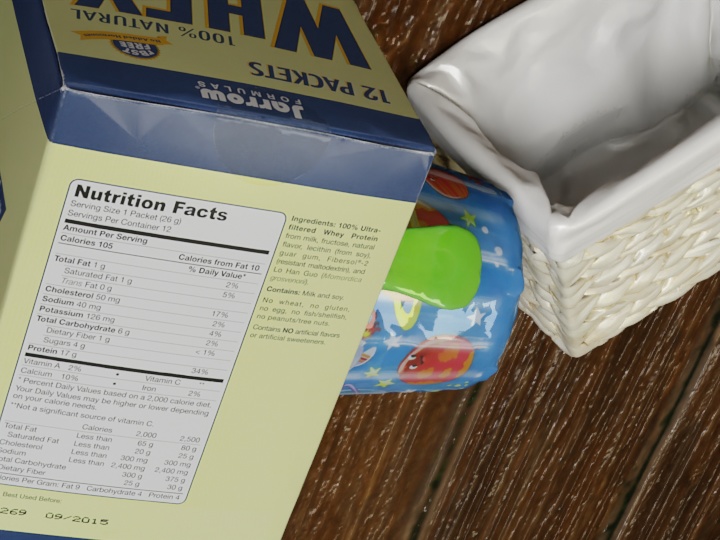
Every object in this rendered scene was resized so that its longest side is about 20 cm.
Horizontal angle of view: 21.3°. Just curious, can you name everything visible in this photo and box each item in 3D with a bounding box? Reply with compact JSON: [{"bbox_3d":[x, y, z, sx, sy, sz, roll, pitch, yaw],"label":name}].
[{"bbox_3d":[0.000,0.000,0.878,0.129,0.178,0.140,8,122,-19],"label":"sippy cup"},{"bbox_3d":[0.143,-0.069,0.976,0.199,0.136,0.124,-32,142,-13],"label":"basket"},{"bbox_3d":[-0.089,-0.023,0.743,0.133,0.200,0.201,8,122,-23],"label":"supplement box"}]
